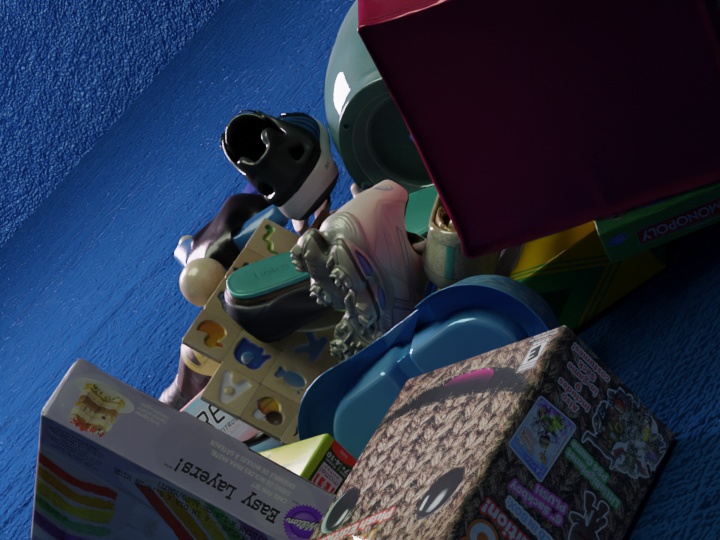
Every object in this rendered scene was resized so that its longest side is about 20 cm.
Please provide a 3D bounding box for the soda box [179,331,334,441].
[{"bbox_3d":[-0.083,0.111,1.578,0.200,0.064,0.068,-41,-23,26],"label":"soda box"}]

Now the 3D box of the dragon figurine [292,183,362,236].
[{"bbox_3d":[-0.008,0.000,1.720,0.059,0.099,0.201,-29,50,45],"label":"dragon figurine"}]

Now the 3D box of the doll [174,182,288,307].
[{"bbox_3d":[-0.092,-0.040,1.674,0.136,0.049,0.200,-19,23,39],"label":"doll"}]

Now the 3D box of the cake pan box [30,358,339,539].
[{"bbox_3d":[-0.108,0.159,1.274,0.052,0.200,0.184,-59,-5,-31],"label":"cake pan box"}]

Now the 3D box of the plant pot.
[{"bbox_3d":[0.056,-0.124,1.584,0.200,0.200,0.134,-36,13,32],"label":"plant pot"}]

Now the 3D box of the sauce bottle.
[{"bbox_3d":[-0.106,0.061,1.611,0.200,0.066,0.066,-53,8,41],"label":"sauce bottle"}]

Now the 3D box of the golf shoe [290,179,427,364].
[{"bbox_3d":[0.025,0.024,1.409,0.078,0.200,0.097,25,60,31],"label":"golf shoe"}]

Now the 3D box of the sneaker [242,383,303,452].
[{"bbox_3d":[-0.092,0.166,1.483,0.200,0.090,0.078,-52,17,-18],"label":"sneaker"}]

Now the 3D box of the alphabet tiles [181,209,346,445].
[{"bbox_3d":[-0.030,0.046,1.509,0.200,0.166,0.006,-58,-6,-36],"label":"alphabet tiles"}]

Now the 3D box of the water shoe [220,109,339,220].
[{"bbox_3d":[-0.068,-0.101,1.587,0.072,0.079,0.200,-49,19,2],"label":"water shoe"}]

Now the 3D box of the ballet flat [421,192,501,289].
[{"bbox_3d":[0.088,-0.065,1.413,0.067,0.062,0.200,5,42,11],"label":"ballet flat"}]

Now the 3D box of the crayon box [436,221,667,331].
[{"bbox_3d":[0.136,-0.026,1.430,0.172,0.058,0.200,-38,18,27],"label":"crayon box"}]

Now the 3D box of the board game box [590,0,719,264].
[{"bbox_3d":[0.199,-0.097,1.326,0.134,0.029,0.200,-22,37,9],"label":"board game box"}]

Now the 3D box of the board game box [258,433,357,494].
[{"bbox_3d":[-0.048,0.170,1.346,0.200,0.102,0.048,-21,29,56],"label":"board game box"}]

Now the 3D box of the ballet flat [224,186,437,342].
[{"bbox_3d":[0.000,0.000,1.476,0.200,0.073,0.073,-23,17,-1],"label":"ballet flat"}]

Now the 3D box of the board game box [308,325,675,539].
[{"bbox_3d":[0.057,0.149,1.142,0.159,0.097,0.200,-24,27,52],"label":"board game box"}]

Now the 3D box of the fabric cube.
[{"bbox_3d":[0.117,-0.163,1.270,0.199,0.196,0.200,-17,40,13],"label":"fabric cube"}]

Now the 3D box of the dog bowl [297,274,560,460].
[{"bbox_3d":[0.050,0.077,1.323,0.200,0.112,0.050,-37,4,29],"label":"dog bowl"}]
